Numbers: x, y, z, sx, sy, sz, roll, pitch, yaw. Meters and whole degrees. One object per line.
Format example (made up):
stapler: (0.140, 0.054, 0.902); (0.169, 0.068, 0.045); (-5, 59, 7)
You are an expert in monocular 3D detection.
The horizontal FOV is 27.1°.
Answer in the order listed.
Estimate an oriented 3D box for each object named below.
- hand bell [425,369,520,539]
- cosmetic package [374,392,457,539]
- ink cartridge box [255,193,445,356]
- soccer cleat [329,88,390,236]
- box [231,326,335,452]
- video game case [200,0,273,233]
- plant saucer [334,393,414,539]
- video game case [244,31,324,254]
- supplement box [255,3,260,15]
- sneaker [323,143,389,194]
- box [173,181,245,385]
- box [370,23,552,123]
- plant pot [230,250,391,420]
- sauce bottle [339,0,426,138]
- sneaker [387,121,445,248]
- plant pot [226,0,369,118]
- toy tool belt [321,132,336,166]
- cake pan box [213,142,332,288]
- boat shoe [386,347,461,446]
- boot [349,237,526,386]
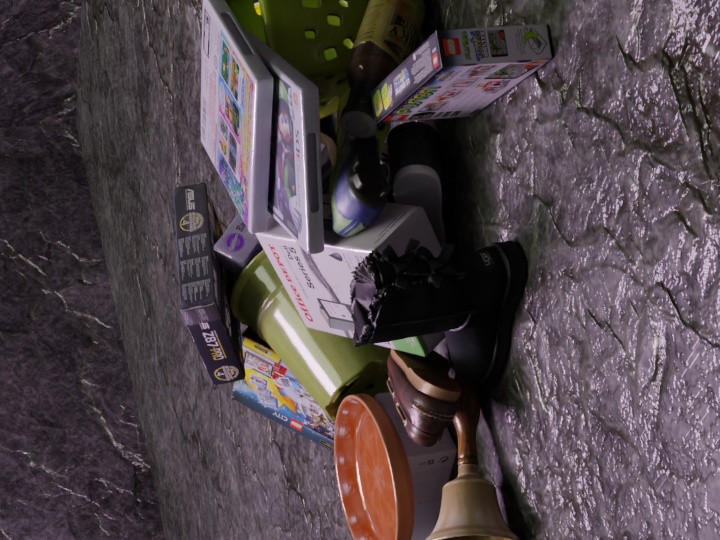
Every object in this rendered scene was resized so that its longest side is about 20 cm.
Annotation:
hand bell: (0.111, 0.195, 1.566); (0.104, 0.104, 0.200); (119, 152, -61)
cosmetic package: (0.049, 0.243, 1.762); (0.200, 0.071, 0.102); (100, 155, -42)
ink cartridge box: (0.000, 0.000, 1.619); (0.200, 0.084, 0.146); (10, 136, 47)
soccer cleat: (-0.009, -0.119, 1.574); (0.084, 0.065, 0.200); (-50, 27, 37)
box: (-0.067, 0.158, 1.935); (0.038, 0.200, 0.137); (-54, -15, -40)
video game case: (-0.136, -0.171, 1.618); (0.182, 0.024, 0.200); (-121, 28, -43)
plant saucer: (0.017, 0.238, 1.693); (0.200, 0.032, 0.201); (173, 90, -70)
video game case: (-0.087, -0.138, 1.573); (0.200, 0.023, 0.182); (-134, 37, -55)
supplement box: (-0.071, -0.305, 1.884); (0.109, 0.109, 0.201); (-161, 65, -71)
sneaker: (0.006, -0.108, 1.802); (0.200, 0.075, 0.088); (170, 108, -68)
box: (-0.189, 0.016, 1.851); (0.161, 0.049, 0.200); (73, -174, -50)
box: (0.092, -0.185, 1.420); (0.200, 0.110, 0.035); (151, 111, -70)
plant pot: (-0.029, 0.074, 1.801); (0.190, 0.200, 0.200); (59, 152, 30)
sauce bottle: (0.022, -0.223, 1.567); (0.065, 0.065, 0.200); (112, 175, -56)
sneaker: (0.061, -0.083, 1.639); (0.200, 0.071, 0.099); (92, -179, -55)
plant pot: (-0.052, -0.280, 1.714); (0.200, 0.181, 0.200); (137, 125, -69)
toy tool belt: (-0.108, -0.186, 2.023); (0.123, 0.125, 0.201); (-38, 59, 60)
cake pan box: (-0.101, -0.049, 1.880); (0.052, 0.200, 0.184); (26, 159, 21)
boat shoe: (0.060, 0.128, 1.583); (0.200, 0.070, 0.071); (-99, 25, -78)
boot: (0.069, 0.049, 1.484); (0.199, 0.162, 0.073); (101, 153, -45)
